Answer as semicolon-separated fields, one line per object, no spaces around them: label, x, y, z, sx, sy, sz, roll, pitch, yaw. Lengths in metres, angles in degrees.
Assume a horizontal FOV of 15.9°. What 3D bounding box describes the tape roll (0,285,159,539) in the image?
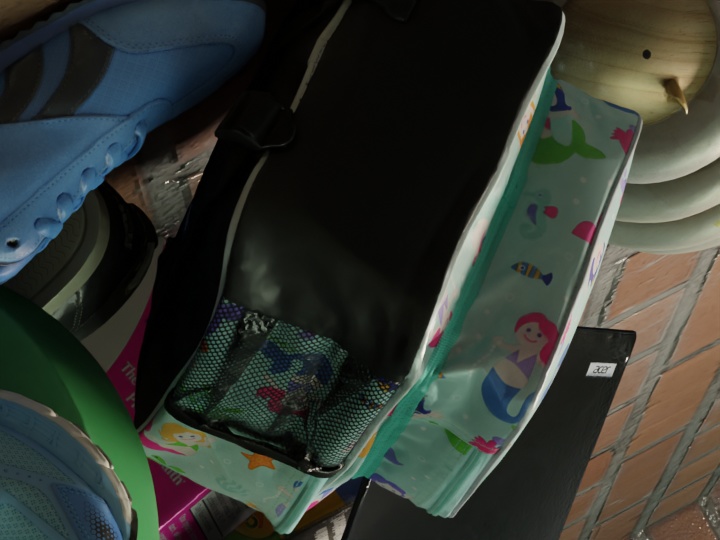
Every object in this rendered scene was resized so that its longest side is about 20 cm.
tape roll;-0.169;0.095;0.882;0.200;0.201;0.048;-32;166;12

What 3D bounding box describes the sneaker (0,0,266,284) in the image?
sneaker;-0.109;-0.030;0.819;0.200;0.079;0.066;-25;164;-21

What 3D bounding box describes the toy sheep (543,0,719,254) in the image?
toy sheep;0.120;-0.068;1.031;0.138;0.138;0.200;-32;162;13

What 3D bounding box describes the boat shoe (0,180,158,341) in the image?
boat shoe;-0.162;0.034;0.948;0.200;0.072;0.068;-35;165;12

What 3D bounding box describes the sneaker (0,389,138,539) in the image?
sneaker;-0.165;0.068;0.801;0.090;0.199;0.079;-31;141;-69

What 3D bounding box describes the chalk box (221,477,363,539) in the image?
chalk box;-0.043;0.074;1.218;0.199;0.124;0.125;-26;167;-6

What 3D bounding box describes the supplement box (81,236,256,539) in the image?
supplement box;-0.125;0.095;1.097;0.200;0.101;0.103;-40;166;-10

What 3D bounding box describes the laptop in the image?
laptop;0.003;0.095;1.117;0.199;0.104;0.177;-17;167;33

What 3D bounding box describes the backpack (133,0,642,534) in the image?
backpack;0.000;0.000;0.913;0.200;0.150;0.178;-49;-167;54
